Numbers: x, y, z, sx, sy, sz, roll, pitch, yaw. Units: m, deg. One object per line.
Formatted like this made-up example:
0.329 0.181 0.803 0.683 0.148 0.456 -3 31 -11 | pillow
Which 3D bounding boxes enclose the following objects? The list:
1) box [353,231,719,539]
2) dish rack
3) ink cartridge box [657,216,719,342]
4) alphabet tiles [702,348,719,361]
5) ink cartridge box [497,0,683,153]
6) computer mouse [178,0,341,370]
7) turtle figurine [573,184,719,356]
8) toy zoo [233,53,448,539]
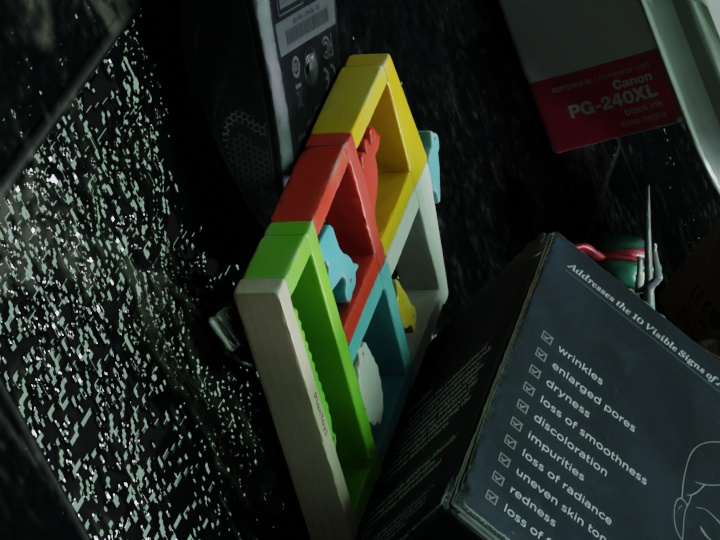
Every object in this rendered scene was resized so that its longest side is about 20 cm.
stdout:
0.102 0.125 1.117 0.200 0.124 0.197 38 38 -9 | box
0.213 -0.085 1.407 0.200 0.043 0.172 35 34 -55 | dish rack
0.277 0.068 1.508 0.164 0.075 0.200 30 15 -22 | ink cartridge box
0.211 0.102 1.265 0.008 0.167 0.200 -48 133 -13 | alphabet tiles
0.129 -0.189 1.473 0.201 0.083 0.145 69 26 -17 | ink cartridge box
-0.044 -0.064 1.094 0.138 0.053 0.201 -31 118 -66 | computer mouse
0.152 0.055 1.381 0.149 0.100 0.201 0 93 -50 | turtle figurine
0.000 0.000 1.103 0.200 0.020 0.132 -67 149 -49 | toy zoo
